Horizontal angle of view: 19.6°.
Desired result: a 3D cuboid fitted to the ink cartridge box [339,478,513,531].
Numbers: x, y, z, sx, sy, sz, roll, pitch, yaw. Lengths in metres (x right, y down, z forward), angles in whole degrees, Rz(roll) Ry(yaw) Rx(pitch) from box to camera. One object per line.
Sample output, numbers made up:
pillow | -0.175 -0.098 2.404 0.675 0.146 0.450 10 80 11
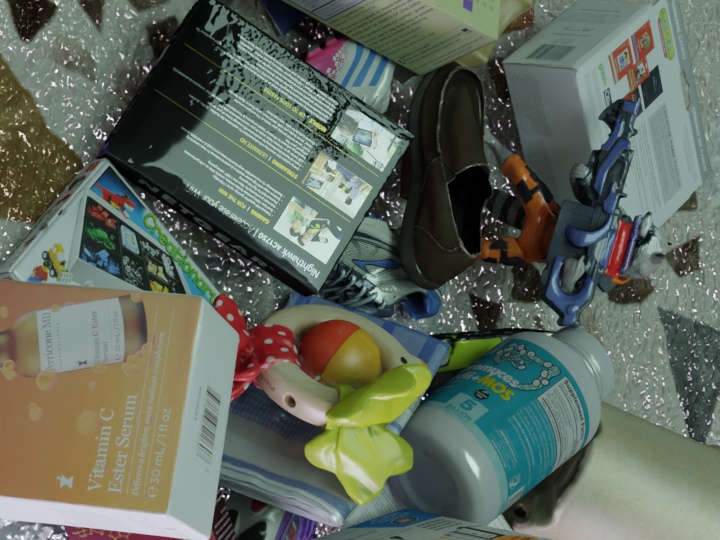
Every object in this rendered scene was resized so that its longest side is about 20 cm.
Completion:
ink cartridge box | 0.033 0.240 1.716 0.200 0.050 0.161 -49 117 -31

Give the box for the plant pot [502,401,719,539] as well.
plant pot | 0.230 0.206 1.812 0.183 0.200 0.201 30 65 -20

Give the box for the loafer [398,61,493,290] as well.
loafer | 0.084 -0.081 1.715 0.073 0.071 0.201 25 62 -44

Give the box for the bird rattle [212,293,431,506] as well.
bird rattle | -0.036 0.081 1.582 0.163 0.199 0.113 -34 143 -55

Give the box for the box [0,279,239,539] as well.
box | -0.199 0.095 1.437 0.106 0.199 0.153 56 40 -71

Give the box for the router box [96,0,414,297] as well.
router box | -0.080 -0.096 1.613 0.199 0.051 0.150 34 79 -10

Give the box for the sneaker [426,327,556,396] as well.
sneaker | 0.130 0.093 1.815 0.199 0.074 0.082 -1 93 -34

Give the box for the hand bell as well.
hand bell | 0.074 -0.155 1.801 0.104 0.104 0.201 23 80 -35

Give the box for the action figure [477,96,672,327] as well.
action figure | 0.179 -0.058 1.777 0.201 0.193 0.105 -65 163 0

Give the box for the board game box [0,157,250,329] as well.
board game box | -0.174 0.031 1.585 0.200 0.035 0.126 51 56 -22

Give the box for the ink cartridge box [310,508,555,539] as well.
ink cartridge box | 0.059 0.276 1.562 0.147 0.199 0.146 -12 102 -42

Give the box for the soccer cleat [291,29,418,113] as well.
soccer cleat | -0.019 -0.153 1.719 0.200 0.070 0.087 -37 106 -37

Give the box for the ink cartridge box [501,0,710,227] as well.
ink cartridge box | 0.226 -0.134 1.877 0.175 0.084 0.201 -40 126 -39

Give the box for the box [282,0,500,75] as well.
box | 0.016 -0.285 1.685 0.199 0.096 0.177 24 61 -36

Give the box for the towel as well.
towel | -0.035 0.103 1.627 0.200 0.146 0.024 -55 154 -36

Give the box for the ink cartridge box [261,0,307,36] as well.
ink cartridge box | -0.048 -0.332 1.741 0.198 0.047 0.201 -45 109 -36

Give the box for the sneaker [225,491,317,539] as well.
sneaker | -0.070 0.210 1.621 0.084 0.080 0.201 52 57 -35

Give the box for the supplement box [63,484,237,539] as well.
supplement box | -0.150 0.200 1.522 0.061 0.108 0.201 -42 113 -80

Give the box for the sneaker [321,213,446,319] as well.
sneaker | 0.000 0.000 1.711 0.199 0.077 0.086 10 81 -38

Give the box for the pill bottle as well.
pill bottle | 0.120 0.122 1.696 0.200 0.110 0.111 -34 104 -36
